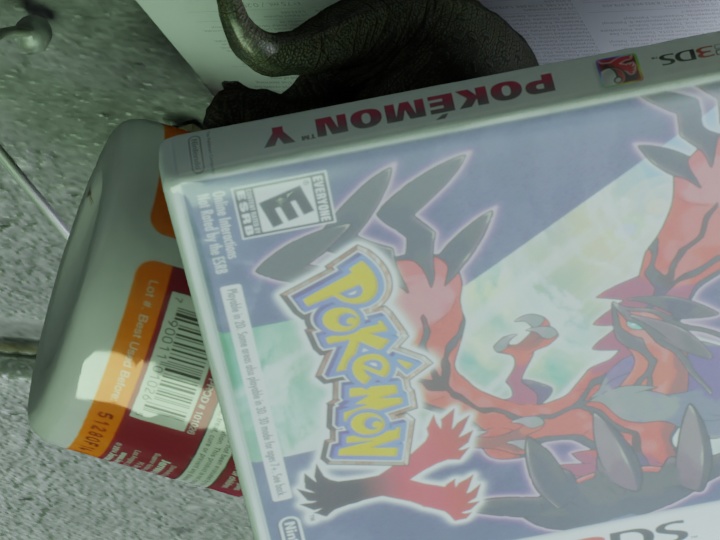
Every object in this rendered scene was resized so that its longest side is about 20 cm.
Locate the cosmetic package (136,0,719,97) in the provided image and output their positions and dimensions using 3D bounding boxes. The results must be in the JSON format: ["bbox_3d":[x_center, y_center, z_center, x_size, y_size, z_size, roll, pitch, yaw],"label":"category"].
[{"bbox_3d":[0.049,-0.072,0.850,0.200,0.052,0.151,0,150,25],"label":"cosmetic package"}]

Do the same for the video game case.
[{"bbox_3d":[0.049,0.023,0.799,0.182,0.023,0.200,-11,134,0],"label":"video game case"}]

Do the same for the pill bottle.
[{"bbox_3d":[0.001,0.029,0.898,0.200,0.110,0.110,17,154,-11],"label":"pill bottle"}]

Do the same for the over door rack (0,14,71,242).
[{"bbox_3d":[-0.168,-0.040,0.980,0.148,0.067,0.200,-4,129,31],"label":"over door rack"}]

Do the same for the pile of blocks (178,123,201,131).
[{"bbox_3d":[0.000,0.000,1.007,0.200,0.062,0.082,8,154,11],"label":"pile of blocks"}]

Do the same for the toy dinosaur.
[{"bbox_3d":[0.015,-0.045,0.798,0.102,0.077,0.200,-25,132,11],"label":"toy dinosaur"}]
